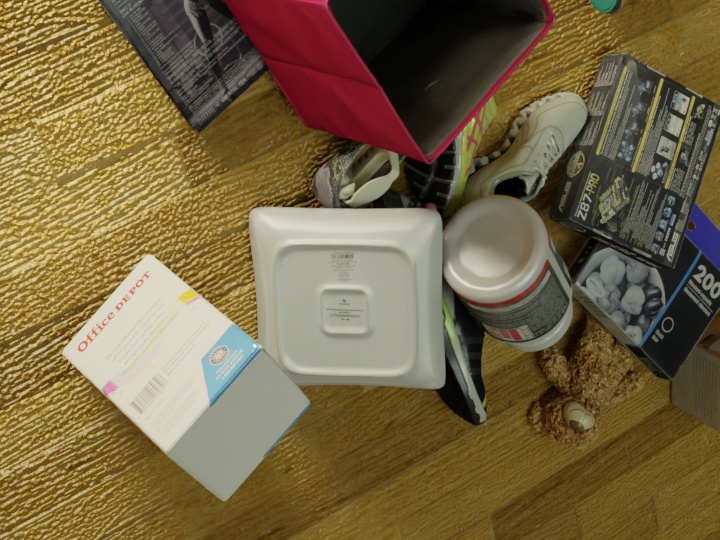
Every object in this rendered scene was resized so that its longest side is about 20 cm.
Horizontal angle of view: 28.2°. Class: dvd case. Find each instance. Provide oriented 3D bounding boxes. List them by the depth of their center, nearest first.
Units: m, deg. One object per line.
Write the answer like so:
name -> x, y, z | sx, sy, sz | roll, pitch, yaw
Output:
dvd case -> -0.153, -0.250, 1.333 | 0.149, 0.016, 0.201 | -44, 126, -12

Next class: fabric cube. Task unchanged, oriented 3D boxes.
fabric cube -> 0.019, -0.249, 1.320 | 0.196, 0.199, 0.201 | -48, 127, -15

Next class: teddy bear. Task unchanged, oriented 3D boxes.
teddy bear -> 0.284, 0.121, 1.734 | 0.200, 0.067, 0.145 | -48, 124, -8

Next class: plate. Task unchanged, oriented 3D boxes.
plate -> -0.014, 0.035, 1.455 | 0.197, 0.032, 0.202 | 1, 113, 9

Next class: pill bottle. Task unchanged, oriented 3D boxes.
pill bottle -> 0.161, 0.011, 1.518 | 0.116, 0.116, 0.200 | -51, 151, -6

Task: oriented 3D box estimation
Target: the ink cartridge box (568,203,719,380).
ink cartridge box -> 0.356, -0.006, 1.708 | 0.198, 0.043, 0.201 | 41, 75, -25

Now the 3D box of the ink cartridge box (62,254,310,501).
ink cartridge box -> -0.171, 0.094, 1.357 | 0.129, 0.200, 0.125 | -47, 144, -8

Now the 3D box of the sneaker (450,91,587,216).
sneaker -> 0.183, -0.118, 1.566 | 0.200, 0.081, 0.075 | -41, 124, -14

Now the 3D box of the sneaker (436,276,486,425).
sneaker -> 0.120, 0.085, 1.609 | 0.082, 0.072, 0.202 | -33, 124, -21

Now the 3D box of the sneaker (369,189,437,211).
sneaker -> 0.000, 0.000, 1.508 | 0.095, 0.079, 0.201 | 28, 101, -8

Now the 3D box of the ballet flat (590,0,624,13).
ballet flat -> 0.266, -0.375, 1.528 | 0.067, 0.068, 0.202 | -34, 125, -26

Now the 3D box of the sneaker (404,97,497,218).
sneaker -> 0.107, -0.152, 1.507 | 0.090, 0.078, 0.202 | -8, 116, -39

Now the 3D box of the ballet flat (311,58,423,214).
ballet flat -> 0.034, -0.128, 1.436 | 0.072, 0.072, 0.200 | 32, 108, -37

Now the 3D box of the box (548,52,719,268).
box -> 0.317, -0.122, 1.629 | 0.160, 0.049, 0.202 | 22, 84, -27

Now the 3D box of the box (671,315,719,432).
box -> 0.514, 0.138, 1.807 | 0.151, 0.200, 0.108 | -18, 117, -27
